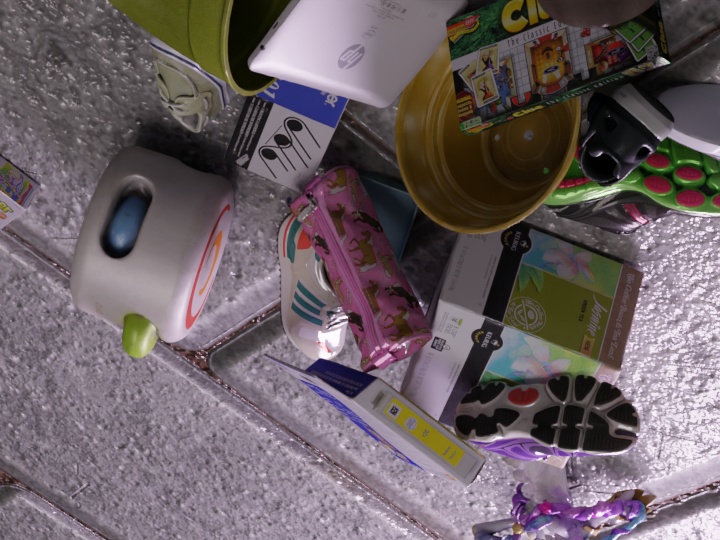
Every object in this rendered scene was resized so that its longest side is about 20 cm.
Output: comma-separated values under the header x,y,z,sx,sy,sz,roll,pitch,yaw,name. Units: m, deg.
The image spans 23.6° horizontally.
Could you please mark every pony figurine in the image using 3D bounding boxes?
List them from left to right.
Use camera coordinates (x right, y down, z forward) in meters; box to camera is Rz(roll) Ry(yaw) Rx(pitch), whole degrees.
x,y,z,sx,sy,sz,roll,pitch,yaw,name
0.228,0.296,2.024,0.192,0.168,0.199,8,152,-40,pony figurine

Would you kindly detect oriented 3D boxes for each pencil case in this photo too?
x,y,z,sx,sy,sz,roll,pitch,yaw,name
0.000,0.000,1.697,0.202,0.086,0.083,65,153,10,pencil case

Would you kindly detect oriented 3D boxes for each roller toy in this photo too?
x,y,z,sx,sy,sz,roll,pitch,yaw,name
-0.220,-0.031,1.791,0.138,0.201,0.184,19,122,3,roller toy

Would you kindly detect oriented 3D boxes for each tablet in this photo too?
x,y,z,sx,sy,sz,roll,pitch,yaw,name
0.001,-0.204,1.482,0.199,0.014,0.130,9,127,-52,tablet

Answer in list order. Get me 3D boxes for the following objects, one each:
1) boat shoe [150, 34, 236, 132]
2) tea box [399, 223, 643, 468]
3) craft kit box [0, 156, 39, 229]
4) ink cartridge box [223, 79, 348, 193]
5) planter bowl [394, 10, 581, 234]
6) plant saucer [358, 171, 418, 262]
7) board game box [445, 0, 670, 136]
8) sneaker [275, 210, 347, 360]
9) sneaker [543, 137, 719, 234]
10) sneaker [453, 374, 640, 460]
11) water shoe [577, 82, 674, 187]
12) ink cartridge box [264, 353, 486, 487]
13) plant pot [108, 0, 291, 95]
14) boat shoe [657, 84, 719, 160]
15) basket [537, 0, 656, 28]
x,y,z,sx,sy,sz,roll,pitch,yaw,name
-0.159,-0.174,1.611,0.071,0.062,0.200,29,176,11,boat shoe
0.162,0.072,1.773,0.195,0.135,0.201,19,143,1,tea box
-0.493,-0.104,1.942,0.199,0.049,0.197,38,136,-21,craft kit box
-0.064,-0.163,1.668,0.093,0.045,0.201,23,142,-5,ink cartridge box
0.133,-0.128,1.549,0.199,0.203,0.083,-14,164,37,planter bowl
0.013,-0.032,1.813,0.069,0.019,0.201,20,143,2,plant saucer
0.165,-0.195,1.467,0.198,0.106,0.023,-19,158,33,board game box
-0.033,0.028,1.822,0.093,0.070,0.202,31,140,39,sneaker
0.262,-0.077,1.612,0.198,0.078,0.084,6,157,24,sneaker
0.191,0.152,1.704,0.198,0.081,0.083,2,152,36,sneaker
0.215,-0.116,1.492,0.071,0.079,0.200,43,180,2,water shoe
0.011,0.138,1.762,0.200,0.047,0.197,40,171,-16,ink cartridge box
-0.146,-0.279,1.468,0.191,0.201,0.201,23,144,16,plant pot
0.354,-0.109,1.524,0.197,0.072,0.068,11,144,5,boat shoe
0.173,-0.299,1.329,0.178,0.137,0.201,8,145,26,basket
